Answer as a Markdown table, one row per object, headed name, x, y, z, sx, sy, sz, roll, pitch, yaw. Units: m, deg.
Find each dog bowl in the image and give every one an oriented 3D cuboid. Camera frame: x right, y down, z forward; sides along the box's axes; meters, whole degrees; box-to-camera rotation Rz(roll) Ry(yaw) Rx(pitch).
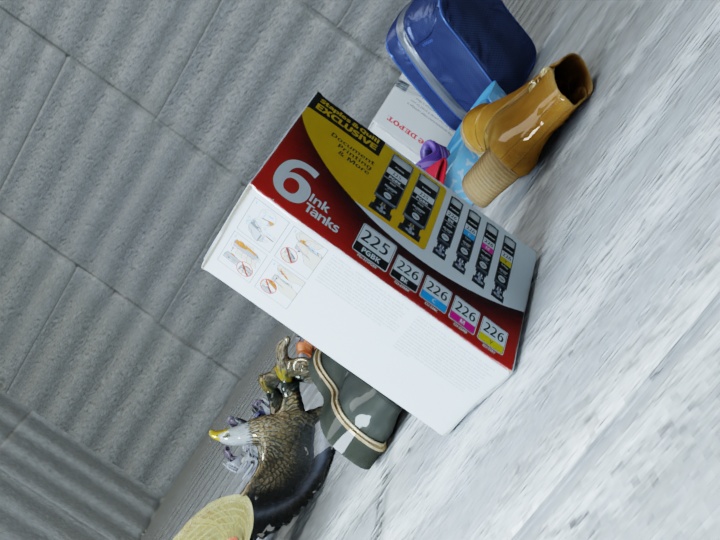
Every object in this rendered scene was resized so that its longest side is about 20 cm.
| name | x | y | z | sx | sy | sz | roll | pitch | yaw |
| --- | --- | --- | --- | --- | --- | --- | --- | --- | --- |
| dog bowl | 0.135 | -0.140 | 1.050 | 0.202 | 0.049 | 0.112 | -60 | 6 | -34 |

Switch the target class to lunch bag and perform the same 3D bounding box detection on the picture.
| name | x | y | z | sx | sy | sz | roll | pitch | yaw |
| --- | --- | --- | --- | --- | --- | --- | --- | --- | --- |
| lunch bag | 0.138 | -0.296 | 1.190 | 0.131 | 0.200 | 0.137 | -20 | 29 | 48 |

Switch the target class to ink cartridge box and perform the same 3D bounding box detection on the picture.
| name | x | y | z | sx | sy | sz | roll | pitch | yaw |
| --- | --- | --- | --- | --- | --- | --- | --- | --- | --- |
| ink cartridge box | 0.018 | -0.021 | 0.605 | 0.084 | 0.198 | 0.177 | -50 | 9 | 39 |
| ink cartridge box | 0.109 | -0.245 | 1.363 | 0.202 | 0.143 | 0.084 | -59 | 5 | -25 |

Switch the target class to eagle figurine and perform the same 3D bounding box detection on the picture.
| name | x | y | z | sx | sy | sz | roll | pitch | yaw |
| --- | --- | --- | --- | --- | --- | --- | --- | --- | --- |
| eagle figurine | -0.091 | 0.197 | 0.923 | 0.152 | 0.147 | 0.205 | 46 | -143 | -57 |

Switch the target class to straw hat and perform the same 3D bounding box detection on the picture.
| name | x | y | z | sx | sy | sz | roll | pitch | yaw |
| --- | --- | --- | --- | --- | --- | --- | --- | --- | --- |
| straw hat | -0.124 | 0.292 | 0.724 | 0.201 | 0.085 | 0.202 | -45 | 17 | 17 |

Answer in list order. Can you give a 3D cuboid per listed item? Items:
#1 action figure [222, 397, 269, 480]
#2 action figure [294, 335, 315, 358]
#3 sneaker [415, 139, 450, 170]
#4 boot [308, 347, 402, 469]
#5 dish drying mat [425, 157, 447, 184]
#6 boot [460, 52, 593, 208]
| name | x | y | z | sx | sy | sz | roll | pitch | yaw |
| --- | --- | --- | --- | --- | --- | --- | --- | --- | --- |
| action figure | -0.176 | 0.267 | 1.418 | 0.131 | 0.069 | 0.200 | -48 | 9 | -4 |
| action figure | -0.058 | 0.102 | 1.359 | 0.194 | 0.102 | 0.205 | -53 | -27 | -61 |
| sneaker | 0.076 | -0.091 | 1.114 | 0.081 | 0.082 | 0.202 | -51 | 11 | 46 |
| boot | 0.026 | 0.072 | 0.764 | 0.139 | 0.077 | 0.200 | -52 | 19 | 9 |
| dish drying mat | 0.047 | -0.065 | 1.033 | 0.200 | 0.018 | 0.079 | 145 | 140 | -64 |
| boot | 0.163 | -0.154 | 0.840 | 0.144 | 0.070 | 0.203 | -47 | 13 | 31 |
